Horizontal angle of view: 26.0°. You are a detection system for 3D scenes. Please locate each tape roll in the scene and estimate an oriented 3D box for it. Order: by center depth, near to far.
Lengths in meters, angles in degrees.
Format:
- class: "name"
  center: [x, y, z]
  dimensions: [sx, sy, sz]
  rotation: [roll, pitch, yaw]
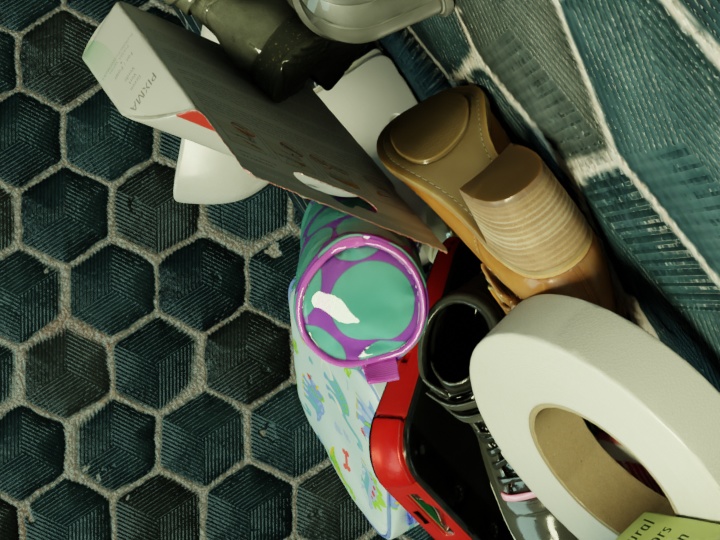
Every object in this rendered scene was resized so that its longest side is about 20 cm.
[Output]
- class: "tape roll"
  center: [0.142, 0.101, 0.841]
  dimensions: [0.202, 0.037, 0.203]
  rotation: [39, 157, 20]

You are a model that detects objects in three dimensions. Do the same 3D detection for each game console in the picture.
- class: "game console"
  center: [0.083, 0.103, 1.053]
  dimensions: [0.031, 0.178, 0.200]
  rotation: [-7, 140, 35]

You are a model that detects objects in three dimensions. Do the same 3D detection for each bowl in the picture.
- class: "bowl"
  center: [-0.078, -0.149, 1.198]
  dimensions: [0.200, 0.074, 0.202]
  rotation: [-62, -16, -76]

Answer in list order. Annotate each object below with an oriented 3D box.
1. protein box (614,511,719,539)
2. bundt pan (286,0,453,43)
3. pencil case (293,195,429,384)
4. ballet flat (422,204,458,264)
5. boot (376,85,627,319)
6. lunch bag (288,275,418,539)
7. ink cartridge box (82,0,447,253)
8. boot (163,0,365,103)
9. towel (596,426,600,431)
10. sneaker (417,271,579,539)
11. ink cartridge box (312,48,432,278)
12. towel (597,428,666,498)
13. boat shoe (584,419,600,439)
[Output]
- class: "protein box"
  center: [0.155, 0.232, 0.706]
  dimensions: [0.136, 0.198, 0.199]
  rotation: [59, 157, -13]
- class: "bundt pan"
  center: [-0.030, -0.210, 0.862]
  dimensions: [0.203, 0.075, 0.202]
  rotation: [57, 176, 6]
- class: "pencil case"
  center: [0.000, 0.000, 1.009]
  dimensions: [0.200, 0.084, 0.093]
  rotation: [-92, -8, -77]
- class: "ballet flat"
  center: [0.078, -0.006, 1.096]
  dimensions: [0.069, 0.063, 0.201]
  rotation: [-111, -5, -51]
- class: "boot"
  center: [0.086, -0.017, 0.920]
  dimensions: [0.155, 0.073, 0.200]
  rotation: [57, 179, -30]
- class: "lunch bag"
  center: [0.015, 0.097, 1.176]
  dimensions: [0.161, 0.082, 0.201]
  rotation: [55, 160, 37]
- class: "ink cartridge box"
  center: [-0.058, -0.071, 0.915]
  dimensions: [0.160, 0.050, 0.200]
  rotation: [19, -155, -41]
- class: "boot"
  center: [-0.063, -0.177, 0.992]
  dimensions: [0.130, 0.068, 0.200]
  rotation: [39, -161, 6]
- class: "towel"
  center: [0.171, 0.093, 1.029]
  dimensions: [0.201, 0.030, 0.146]
  rotation: [61, 175, -4]
- class: "sneaker"
  center: [0.085, 0.098, 0.968]
  dimensions: [0.099, 0.070, 0.202]
  rotation: [-6, -98, -58]
- class: "ink cartridge box"
  center: [0.020, -0.066, 1.219]
  dimensions: [0.145, 0.084, 0.200]
  rotation: [56, 174, 10]
- class: "towel"
  center: [0.219, 0.181, 0.907]
  dimensions: [0.144, 0.023, 0.201]
  rotation: [21, 146, 56]
- class: "boat shoe"
  center: [0.150, 0.146, 1.034]
  dimensions: [0.074, 0.075, 0.202]
  rotation: [-12, 99, 51]
